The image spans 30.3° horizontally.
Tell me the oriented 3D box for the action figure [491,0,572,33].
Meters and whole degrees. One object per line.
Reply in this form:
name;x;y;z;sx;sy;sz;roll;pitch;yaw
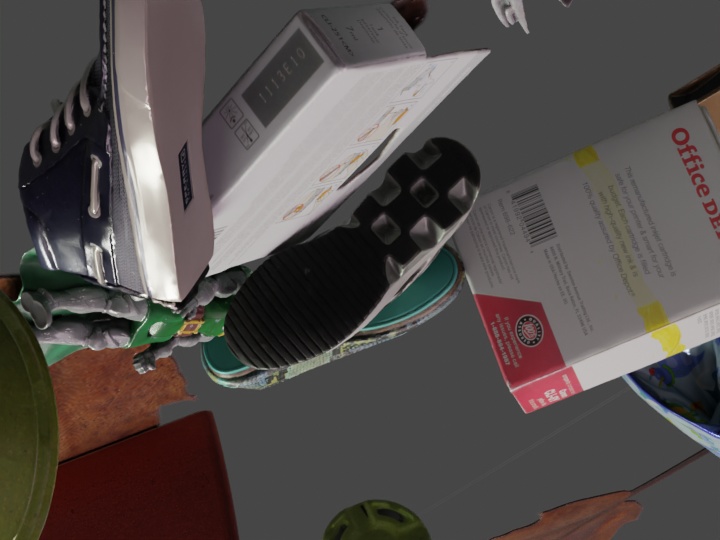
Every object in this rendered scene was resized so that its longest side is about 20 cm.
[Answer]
action figure;0.126;-0.193;0.674;0.197;0.070;0.130;-22;161;0

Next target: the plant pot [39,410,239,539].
plant pot;-0.181;0.264;1.102;0.197;0.178;0.201;-19;154;-13

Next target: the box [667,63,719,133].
box;0.321;-0.126;1.023;0.162;0.021;0.200;-31;154;9

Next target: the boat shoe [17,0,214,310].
boat shoe;-0.127;-0.072;0.652;0.091;0.075;0.203;10;125;13

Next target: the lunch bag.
lunch bag;0.279;0.069;1.142;0.127;0.202;0.170;-32;153;14

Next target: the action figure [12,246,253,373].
action figure;-0.133;0.027;0.857;0.198;0.055;0.118;-5;144;-45

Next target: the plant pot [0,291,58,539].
plant pot;-0.274;0.080;0.607;0.199;0.202;0.190;-33;161;14

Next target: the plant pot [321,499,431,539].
plant pot;0.018;0.355;1.479;0.197;0.201;0.192;-18;140;-15

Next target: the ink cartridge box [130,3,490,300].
ink cartridge box;-0.035;-0.073;0.771;0.200;0.044;0.173;-44;169;31

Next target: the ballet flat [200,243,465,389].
ballet flat;-0.018;0.033;0.956;0.197;0.075;0.074;-18;155;4

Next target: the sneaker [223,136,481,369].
sneaker;0.000;0.000;0.882;0.199;0.074;0.089;-37;168;-3

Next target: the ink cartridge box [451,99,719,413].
ink cartridge box;0.178;-0.007;0.944;0.198;0.147;0.083;-22;156;9
